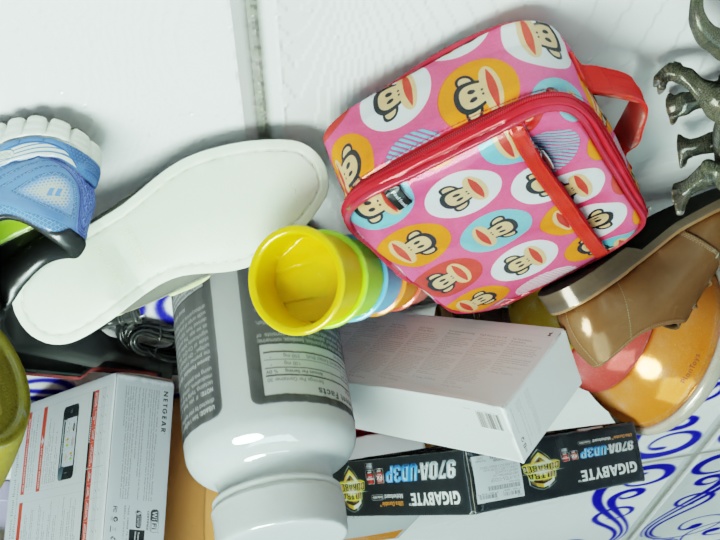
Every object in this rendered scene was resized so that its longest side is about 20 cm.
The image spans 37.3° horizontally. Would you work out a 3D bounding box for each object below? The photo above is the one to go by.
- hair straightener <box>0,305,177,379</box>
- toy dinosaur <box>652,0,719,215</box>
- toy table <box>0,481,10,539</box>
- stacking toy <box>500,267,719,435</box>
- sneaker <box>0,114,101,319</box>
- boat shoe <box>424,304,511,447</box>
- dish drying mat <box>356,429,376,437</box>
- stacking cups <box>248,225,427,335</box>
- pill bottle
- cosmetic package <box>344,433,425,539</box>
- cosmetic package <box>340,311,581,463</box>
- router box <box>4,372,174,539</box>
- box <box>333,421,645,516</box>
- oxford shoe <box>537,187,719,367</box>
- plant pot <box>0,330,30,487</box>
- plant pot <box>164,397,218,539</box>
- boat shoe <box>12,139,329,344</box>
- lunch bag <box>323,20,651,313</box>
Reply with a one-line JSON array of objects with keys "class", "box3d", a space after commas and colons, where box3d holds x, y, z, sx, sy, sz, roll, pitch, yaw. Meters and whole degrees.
[{"class": "hair straightener", "box3d": [-0.173, 0.058, 0.775, 0.198, 0.041, 0.077, 19, 139, -41]}, {"class": "toy dinosaur", "box3d": [0.231, -0.088, 0.627, 0.101, 0.077, 0.202, -4, 118, 25]}, {"class": "toy table", "box3d": [-0.370, 0.298, 1.041, 0.181, 0.119, 0.201, -2, 150, -16]}, {"class": "stacking toy", "box3d": [0.160, 0.023, 0.786, 0.198, 0.148, 0.146, 23, 139, -18]}, {"class": "sneaker", "box3d": [-0.234, -0.014, 0.582, 0.197, 0.090, 0.079, -17, 150, 14]}, {"class": "boat shoe", "box3d": [0.090, 0.094, 0.900, 0.069, 0.071, 0.201, -3, 149, -6]}, {"class": "dish drying mat", "box3d": [0.012, 0.114, 0.961, 0.076, 0.018, 0.201, -6, 149, -8]}, {"class": "stacking cups", "box3d": [0.000, 0.000, 0.671, 0.060, 0.061, 0.200, -24, 175, 21]}, {"class": "pill bottle", "box3d": [-0.062, 0.076, 0.684, 0.109, 0.203, 0.111, -8, 151, -4]}, {"class": "cosmetic package", "box3d": [0.003, 0.223, 1.064, 0.100, 0.072, 0.201, -6, 157, -10]}, {"class": "cosmetic package", "box3d": [0.047, 0.075, 0.744, 0.198, 0.083, 0.051, 4, 129, 44]}, {"class": "router box", "box3d": [-0.208, 0.190, 0.791, 0.048, 0.203, 0.178, 14, 159, -37]}, {"class": "box", "box3d": [0.090, 0.154, 0.819, 0.157, 0.047, 0.199, -3, 169, -31]}, {"class": "oxford shoe", "box3d": [0.214, -0.003, 0.727, 0.198, 0.072, 0.071, -32, -176, -15]}, {"class": "plant pot", "box3d": [-0.289, 0.093, 0.653, 0.141, 0.202, 0.200, -31, 146, 17]}, {"class": "plant pot", "box3d": [-0.119, 0.184, 0.877, 0.138, 0.203, 0.201, 0, 153, 13]}, {"class": "boat shoe", "box3d": [-0.112, -0.023, 0.641, 0.200, 0.073, 0.060, -27, -170, 2]}, {"class": "lunch bag", "box3d": [0.090, -0.059, 0.639, 0.174, 0.083, 0.200, -26, 150, 18]}]
